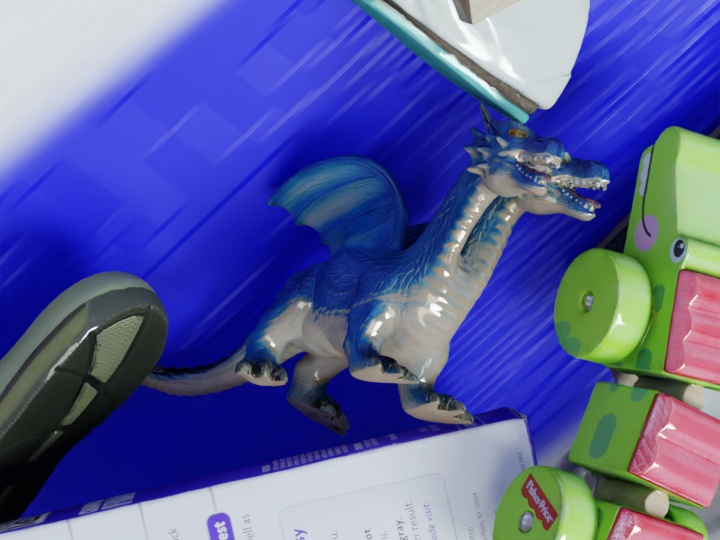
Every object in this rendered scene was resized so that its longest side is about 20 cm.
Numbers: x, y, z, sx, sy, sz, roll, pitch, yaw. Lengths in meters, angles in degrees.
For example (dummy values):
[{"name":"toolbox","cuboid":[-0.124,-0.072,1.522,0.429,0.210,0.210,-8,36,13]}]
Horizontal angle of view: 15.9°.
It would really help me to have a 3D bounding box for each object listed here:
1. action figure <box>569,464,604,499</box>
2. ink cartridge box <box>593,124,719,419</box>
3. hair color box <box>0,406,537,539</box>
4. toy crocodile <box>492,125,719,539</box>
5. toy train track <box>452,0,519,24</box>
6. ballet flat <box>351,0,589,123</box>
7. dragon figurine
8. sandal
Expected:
[{"name":"action figure","cuboid":[0.124,0.135,1.002,0.119,0.102,0.200,30,152,-20]},{"name":"ink cartridge box","cuboid":[0.206,0.014,0.958,0.200,0.075,0.165,33,113,-29]},{"name":"hair color box","cuboid":[-0.030,0.122,0.892,0.200,0.065,0.110,-12,91,-4]},{"name":"toy crocodile","cuboid":[0.097,0.052,0.848,0.067,0.062,0.200,19,82,-30]},{"name":"toy train track","cuboid":[0.011,-0.167,0.768,0.115,0.033,0.200,-28,111,-15]},{"name":"ballet flat","cuboid":[0.000,-0.117,0.828,0.200,0.069,0.069,29,114,-34]},{"name":"dragon figurine","cuboid":[0.000,0.000,0.898,0.200,0.100,0.059,-9,149,45]},{"name":"sandal","cuboid":[-0.148,0.062,0.917,0.201,0.057,0.080,-44,163,17]}]
